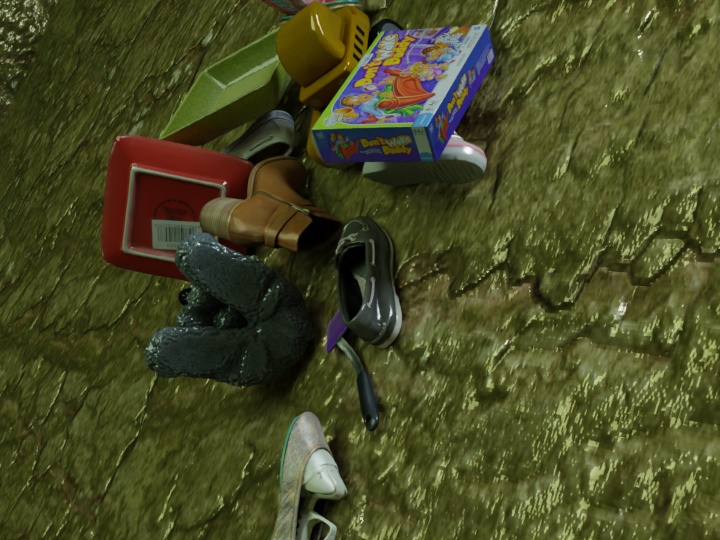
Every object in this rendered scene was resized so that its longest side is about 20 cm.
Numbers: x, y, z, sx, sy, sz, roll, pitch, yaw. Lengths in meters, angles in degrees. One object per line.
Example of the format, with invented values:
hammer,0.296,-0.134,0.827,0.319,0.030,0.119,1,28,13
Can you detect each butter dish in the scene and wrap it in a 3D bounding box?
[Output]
butter dish,-0.247,-0.100,1.482,0.148,0.200,0.200,-88,9,-64

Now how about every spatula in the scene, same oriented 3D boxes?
spatula,-0.007,0.102,1.159,0.057,0.021,0.200,-55,33,24

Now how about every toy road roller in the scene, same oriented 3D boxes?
toy road roller,-0.034,-0.242,1.329,0.123,0.146,0.200,-27,47,44

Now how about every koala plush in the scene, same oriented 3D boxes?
koala plush,-0.160,0.057,1.317,0.200,0.184,0.178,-174,101,-79

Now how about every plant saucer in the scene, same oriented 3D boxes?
plant saucer,-0.166,-0.254,1.487,0.200,0.048,0.200,-22,31,29

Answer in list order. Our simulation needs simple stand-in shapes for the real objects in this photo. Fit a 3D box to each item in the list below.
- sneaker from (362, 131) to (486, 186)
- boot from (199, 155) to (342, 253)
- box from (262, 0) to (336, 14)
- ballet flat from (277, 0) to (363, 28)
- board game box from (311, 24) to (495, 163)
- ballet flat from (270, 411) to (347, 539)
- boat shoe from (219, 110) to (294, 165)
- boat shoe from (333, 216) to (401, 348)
sneaker,0.074,-0.151,1.173,0.200,0.075,0.105,3,76,61
boot,-0.086,-0.083,1.346,0.155,0.200,0.077,14,117,30
box,-0.105,-0.457,1.633,0.200,0.103,0.095,31,94,57
ballet flat,-0.055,-0.346,1.532,0.200,0.069,0.063,7,102,59
board game box,0.050,-0.193,1.149,0.134,0.045,0.200,2,42,28
ballet flat,-0.050,0.246,1.092,0.067,0.068,0.200,-2,70,34
boat shoe,-0.161,-0.142,1.519,0.200,0.071,0.070,-38,46,32
boat shoe,0.000,0.000,1.189,0.067,0.057,0.200,-45,36,27
